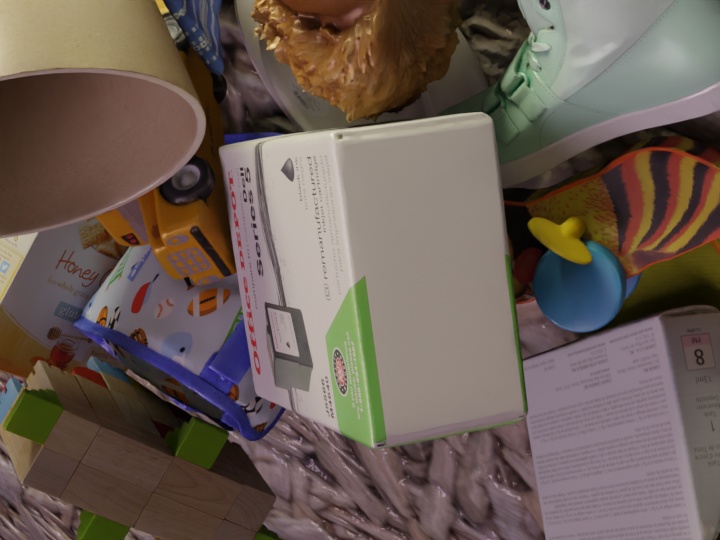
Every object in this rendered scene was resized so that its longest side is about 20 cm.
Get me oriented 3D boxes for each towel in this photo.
[{"bbox_3d":[-0.127,-0.218,0.919,0.200,0.024,0.145,59,-171,-26],"label":"towel"},{"bbox_3d":[0.183,0.008,0.896,0.200,0.018,0.086,-4,124,55],"label":"towel"}]

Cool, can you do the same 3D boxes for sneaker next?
[{"bbox_3d":[0.085,-0.115,0.787,0.200,0.074,0.118,-18,120,41],"label":"sneaker"}]

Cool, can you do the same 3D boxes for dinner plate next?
[{"bbox_3d":[-0.005,-0.115,0.977,0.200,0.024,0.201,33,150,23],"label":"dinner plate"}]

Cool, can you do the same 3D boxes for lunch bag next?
[{"bbox_3d":[-0.071,0.008,1.017,0.124,0.170,0.200,37,168,-17],"label":"lunch bag"}]

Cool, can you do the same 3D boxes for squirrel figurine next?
[{"bbox_3d":[-0.031,-0.164,0.811,0.186,0.141,0.201,10,121,57],"label":"squirrel figurine"}]

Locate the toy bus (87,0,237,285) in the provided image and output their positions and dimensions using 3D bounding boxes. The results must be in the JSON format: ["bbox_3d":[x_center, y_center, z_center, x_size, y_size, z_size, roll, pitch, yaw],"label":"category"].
[{"bbox_3d":[-0.120,-0.085,0.959,0.065,0.078,0.201,60,-164,-56],"label":"toy bus"}]

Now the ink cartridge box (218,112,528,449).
[{"bbox_3d":[0.000,0.000,0.830,0.200,0.084,0.146,-174,75,-70],"label":"ink cartridge box"}]

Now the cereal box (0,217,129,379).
[{"bbox_3d":[-0.175,-0.018,1.093,0.039,0.201,0.144,29,-179,35],"label":"cereal box"}]

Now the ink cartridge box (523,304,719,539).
[{"bbox_3d":[0.158,0.133,0.927,0.162,0.057,0.201,-28,72,63],"label":"ink cartridge box"}]

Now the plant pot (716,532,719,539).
[{"bbox_3d":[0.253,0.178,0.905,0.200,0.134,0.201,32,148,23],"label":"plant pot"}]

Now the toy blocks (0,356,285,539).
[{"bbox_3d":[-0.146,0.106,1.014,0.200,0.100,0.137,27,-173,-29],"label":"toy blocks"}]

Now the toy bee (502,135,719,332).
[{"bbox_3d":[0.095,-0.017,0.841,0.109,0.200,0.131,53,-177,0],"label":"toy bee"}]

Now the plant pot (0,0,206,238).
[{"bbox_3d":[-0.194,-0.144,0.843,0.187,0.186,0.201,129,129,-61],"label":"plant pot"}]
